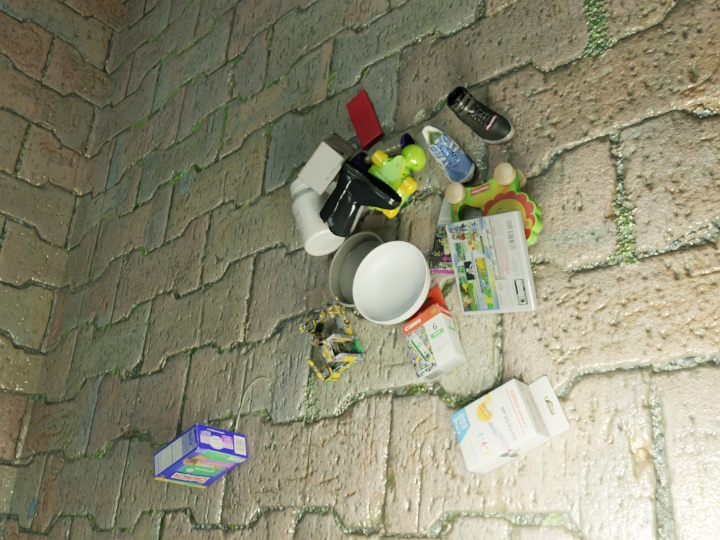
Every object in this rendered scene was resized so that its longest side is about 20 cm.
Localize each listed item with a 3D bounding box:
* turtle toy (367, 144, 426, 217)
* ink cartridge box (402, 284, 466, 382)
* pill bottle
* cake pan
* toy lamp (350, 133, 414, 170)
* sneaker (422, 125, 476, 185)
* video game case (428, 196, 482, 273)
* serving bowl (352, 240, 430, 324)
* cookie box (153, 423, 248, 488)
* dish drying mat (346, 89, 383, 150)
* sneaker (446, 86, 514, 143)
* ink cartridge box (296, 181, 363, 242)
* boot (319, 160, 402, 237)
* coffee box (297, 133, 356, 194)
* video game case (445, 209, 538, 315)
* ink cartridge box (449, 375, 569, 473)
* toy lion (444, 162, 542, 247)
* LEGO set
[{"bbox_3d":[0.088,-0.233,1.606,0.146,0.101,0.201,45,106,18],"label":"turtle toy"},{"bbox_3d":[0.153,0.133,1.418,0.109,0.050,0.202,-36,51,27],"label":"ink cartridge box"},{"bbox_3d":[-0.122,-0.152,1.710,0.114,0.114,0.202,-36,58,26],"label":"pill bottle"},{"bbox_3d":[0.000,0.000,1.633,0.199,0.037,0.203,-20,59,36],"label":"cake pan"},{"bbox_3d":[0.051,-0.311,1.711,0.198,0.058,0.059,-18,60,38],"label":"toy lamp"},{"bbox_3d":[0.207,-0.278,1.534,0.076,0.077,0.201,-46,48,15],"label":"sneaker"},{"bbox_3d":[0.255,-0.081,1.428,0.198,0.036,0.184,2,73,44],"label":"video game case"},{"bbox_3d":[0.080,0.035,1.491,0.198,0.066,0.203,-15,61,28],"label":"serving bowl"},{"bbox_3d":[-0.433,0.505,1.723,0.199,0.170,0.076,-37,47,26],"label":"cookie box"},{"bbox_3d":[0.011,-0.434,1.834,0.077,0.018,0.202,-38,49,25],"label":"dish drying mat"},{"bbox_3d":[0.272,-0.366,1.495,0.071,0.099,0.200,-52,46,9],"label":"sneaker"},{"bbox_3d":[-0.072,-0.159,1.779,0.198,0.057,0.164,22,87,32],"label":"ink cartridge box"},{"bbox_3d":[-0.004,-0.150,1.556,0.200,0.076,0.170,39,114,29],"label":"boot"},{"bbox_3d":[-0.085,-0.284,1.676,0.113,0.080,0.200,-50,6,18],"label":"coffee box"},{"bbox_3d":[0.269,-0.012,1.319,0.181,0.022,0.203,-8,95,47],"label":"video game case"},{"bbox_3d":[0.280,0.288,1.213,0.199,0.067,0.116,-38,50,25],"label":"ink cartridge box"},{"bbox_3d":[0.285,-0.116,1.352,0.198,0.068,0.195,-17,69,38],"label":"toy lion"},{"bbox_3d":[-0.088,0.171,1.557,0.153,0.115,0.203,-26,68,30],"label":"LEGO set"}]
